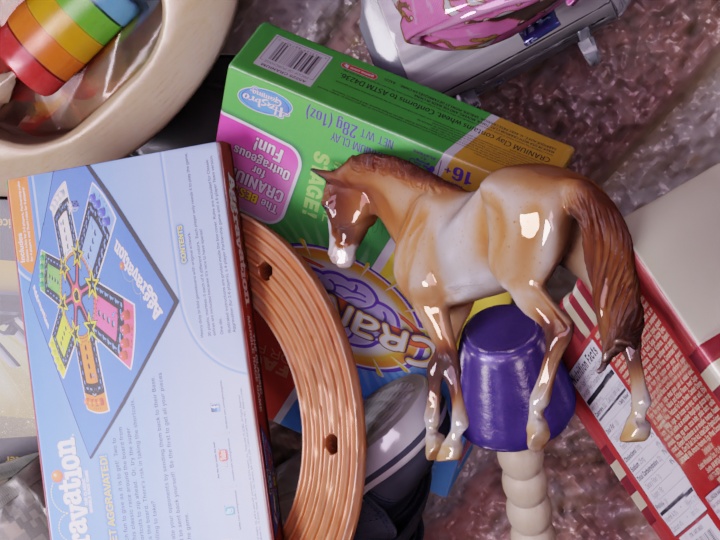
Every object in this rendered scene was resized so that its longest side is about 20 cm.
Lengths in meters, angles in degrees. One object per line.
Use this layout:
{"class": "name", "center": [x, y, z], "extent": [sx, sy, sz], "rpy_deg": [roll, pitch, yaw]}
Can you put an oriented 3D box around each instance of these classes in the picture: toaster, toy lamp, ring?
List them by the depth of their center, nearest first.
{"class": "ring", "center": [-0.065, 0.070, 0.875], "extent": [0.200, 0.019, 0.201], "rpy_deg": [2, 93, 45]}
{"class": "toy lamp", "center": [0.077, 0.100, 0.877], "extent": [0.058, 0.058, 0.200], "rpy_deg": [-4, 130, 13]}
{"class": "toaster", "center": [0.047, -0.178, 0.897], "extent": [0.129, 0.114, 0.201], "rpy_deg": [-21, 84, 9]}

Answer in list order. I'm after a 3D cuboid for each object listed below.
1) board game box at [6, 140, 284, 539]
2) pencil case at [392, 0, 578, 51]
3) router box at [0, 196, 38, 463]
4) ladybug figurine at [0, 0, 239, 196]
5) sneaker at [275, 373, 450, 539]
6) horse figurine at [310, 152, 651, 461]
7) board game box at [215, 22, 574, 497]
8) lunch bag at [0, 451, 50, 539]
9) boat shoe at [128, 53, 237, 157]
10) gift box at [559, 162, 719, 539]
{"class": "board game box", "center": [-0.094, 0.051, 0.841], "extent": [0.103, 0.019, 0.201], "rpy_deg": [-9, 84, 12]}
{"class": "pencil case", "center": [0.034, -0.193, 0.804], "extent": [0.083, 0.086, 0.201], "rpy_deg": [-26, 79, 50]}
{"class": "router box", "center": [-0.192, 0.035, 0.980], "extent": [0.199, 0.052, 0.158], "rpy_deg": [0, 102, 13]}
{"class": "ladybug figurine", "center": [-0.137, -0.121, 0.922], "extent": [0.200, 0.072, 0.136], "rpy_deg": [-37, 97, 10]}
{"class": "sneaker", "center": [-0.001, 0.116, 0.910], "extent": [0.079, 0.078, 0.200], "rpy_deg": [44, 143, -5]}
{"class": "horse figurine", "center": [0.054, 0.006, 0.757], "extent": [0.050, 0.200, 0.133], "rpy_deg": [-3, 84, -31]}
{"class": "board game box", "center": [0.000, 0.000, 0.897], "extent": [0.153, 0.040, 0.200], "rpy_deg": [23, 133, 10]}
{"class": "lunch bag", "center": [-0.179, 0.187, 0.921], "extent": [0.200, 0.118, 0.164], "rpy_deg": [-25, 101, 37]}
{"class": "boat shoe", "center": [-0.039, -0.062, 0.947], "extent": [0.201, 0.063, 0.074], "rpy_deg": [15, 101, 13]}
{"class": "gift box", "center": [0.211, 0.043, 0.814], "extent": [0.186, 0.185, 0.200], "rpy_deg": [-30, 80, -16]}
